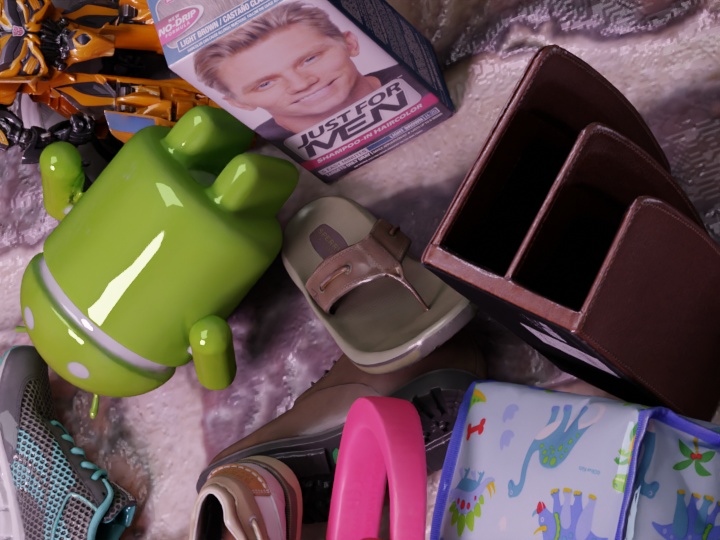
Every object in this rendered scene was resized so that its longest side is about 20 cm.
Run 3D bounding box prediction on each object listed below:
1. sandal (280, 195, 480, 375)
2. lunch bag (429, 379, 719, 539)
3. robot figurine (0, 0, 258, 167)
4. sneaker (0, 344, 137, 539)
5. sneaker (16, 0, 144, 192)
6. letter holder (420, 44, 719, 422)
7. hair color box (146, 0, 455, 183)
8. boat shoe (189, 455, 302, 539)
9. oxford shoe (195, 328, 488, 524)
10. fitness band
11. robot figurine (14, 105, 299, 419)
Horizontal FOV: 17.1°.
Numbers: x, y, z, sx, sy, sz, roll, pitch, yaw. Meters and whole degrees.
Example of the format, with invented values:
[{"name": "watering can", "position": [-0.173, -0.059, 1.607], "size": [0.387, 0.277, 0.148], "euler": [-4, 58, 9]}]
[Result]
[{"name": "sandal", "position": [-0.001, 0.000, 1.401], "size": [0.080, 0.057, 0.201], "euler": [-40, 35, -10]}, {"name": "lunch bag", "position": [0.114, 0.167, 1.254], "size": [0.170, 0.127, 0.202], "euler": [7, 83, 60]}, {"name": "robot figurine", "position": [-0.161, -0.136, 1.516], "size": [0.198, 0.058, 0.146], "euler": [4, 69, -12]}, {"name": "sneaker", "position": [-0.183, 0.140, 1.487], "size": [0.091, 0.078, 0.201], "euler": [-11, 70, 7]}, {"name": "sneaker", "position": [-0.179, -0.119, 1.568], "size": [0.079, 0.074, 0.201], "euler": [-19, 64, 15]}, {"name": "letter holder", "position": [0.143, -0.017, 1.283], "size": [0.100, 0.200, 0.143], "euler": [25, 84, 32]}, {"name": "hair color box", "position": [-0.032, -0.128, 1.416], "size": [0.100, 0.200, 0.061], "euler": [-28, 62, 17]}, {"name": "boat shoe", "position": [-0.073, 0.209, 1.362], "size": [0.074, 0.068, 0.202], "euler": [-1, 94, 27]}, {"name": "oxford shoe", "position": [-0.009, 0.091, 1.413], "size": [0.199, 0.073, 0.085], "euler": [-24, 40, 21]}, {"name": "fitness band", "position": [0.004, 0.168, 1.314], "size": [0.037, 0.144, 0.201], "euler": [6, 111, -7]}, {"name": "robot figurine", "position": [-0.128, -0.007, 1.466], "size": [0.176, 0.116, 0.200], "euler": [47, 106, 16]}]
